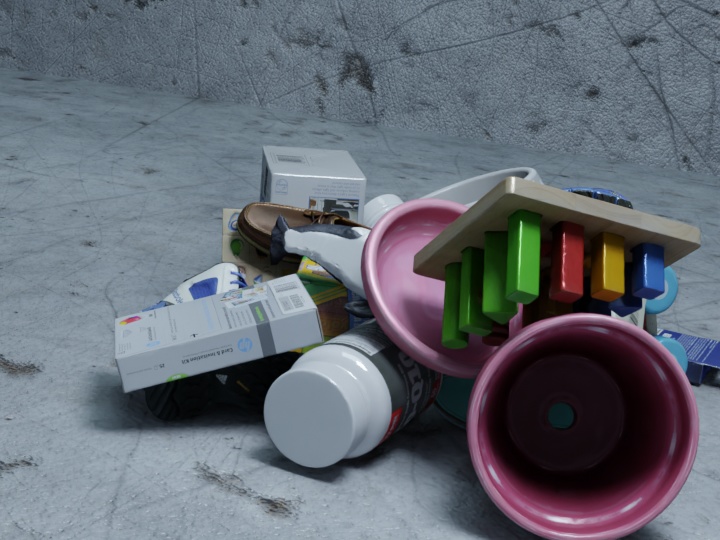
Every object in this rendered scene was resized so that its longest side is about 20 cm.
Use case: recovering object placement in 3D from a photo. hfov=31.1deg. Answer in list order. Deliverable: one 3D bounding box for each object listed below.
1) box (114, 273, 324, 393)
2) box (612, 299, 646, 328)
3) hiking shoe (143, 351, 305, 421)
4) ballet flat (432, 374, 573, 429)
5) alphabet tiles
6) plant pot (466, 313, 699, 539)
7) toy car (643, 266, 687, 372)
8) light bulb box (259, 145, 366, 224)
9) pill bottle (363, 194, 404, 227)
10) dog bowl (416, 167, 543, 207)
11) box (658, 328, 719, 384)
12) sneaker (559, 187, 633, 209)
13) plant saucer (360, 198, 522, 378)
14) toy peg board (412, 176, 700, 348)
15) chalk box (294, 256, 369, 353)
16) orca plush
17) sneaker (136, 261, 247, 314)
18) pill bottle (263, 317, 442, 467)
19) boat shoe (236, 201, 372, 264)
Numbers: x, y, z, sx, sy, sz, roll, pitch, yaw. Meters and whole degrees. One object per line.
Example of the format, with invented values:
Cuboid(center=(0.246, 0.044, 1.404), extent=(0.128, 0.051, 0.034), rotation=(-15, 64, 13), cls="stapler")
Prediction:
Cuboid(center=(-0.147, 0.060, 1.311), extent=(0.200, 0.041, 0.156), rotation=(-13, 14, -8), cls="box")
Cuboid(center=(0.197, 0.058, 1.406), extent=(0.200, 0.128, 0.109), rotation=(-2, -25, 27), cls="box")
Cuboid(center=(-0.131, 0.106, 1.347), extent=(0.200, 0.074, 0.087), rotation=(1, 17, -22), cls="hiking shoe")
Cuboid(center=(0.173, 0.148, 1.380), extent=(0.200, 0.074, 0.074), rotation=(10, 15, 5), cls="ballet flat")
Cuboid(center=(-0.070, 0.010, 1.580), extent=(0.200, 0.167, 0.008), rotation=(2, -12, -13), cls="alphabet tiles")
Cuboid(center=(0.196, 0.137, 1.193), extent=(0.200, 0.200, 0.179), rotation=(8, 0, 4), cls="plant pot")
Cuboid(center=(0.243, 0.069, 1.514), extent=(0.200, 0.177, 0.184), rotation=(-13, 11, -22), cls="toy car")
Cuboid(center=(-0.070, -0.048, 1.711), extent=(0.125, 0.200, 0.198), rotation=(3, 15, -8), cls="light bulb box")
Cuboid(center=(0.073, -0.009, 1.686), extent=(0.109, 0.109, 0.200), rotation=(-5, 43, -38), cls="pill bottle")
Cuboid(center=(0.135, -0.068, 1.553), extent=(0.200, 0.059, 0.200), rotation=(-19, 12, 4), cls="dog bowl")
Cuboid(center=(0.388, 0.104, 1.677), extent=(0.200, 0.032, 0.121), rotation=(12, 16, 23), cls="box")
Cuboid(center=(0.192, -0.059, 1.383), extent=(0.200, 0.075, 0.078), rotation=(-4, 23, 20), cls="sneaker")
Cuboid(center=(0.087, 0.023, 1.307), extent=(0.200, 0.051, 0.201), rotation=(14, 55, -21), cls="plant saucer")
Cuboid(center=(0.176, 0.018, 1.200), extent=(0.199, 0.098, 0.200), rotation=(14, -25, -19), cls="toy peg board")
Cuboid(center=(0.021, 0.065, 1.480), extent=(0.200, 0.124, 0.124), rotation=(6, 14, 3), cls="chalk box")
Cuboid(center=(0.000, 0.000, 1.405), extent=(0.200, 0.105, 0.071), rotation=(6, -5, 15), cls="orca plush")
Cuboid(center=(-0.150, 0.047, 1.459), extent=(0.199, 0.081, 0.115), rotation=(17, 56, 35), cls="sneaker")
Cuboid(center=(-0.005, 0.120, 1.281), extent=(0.114, 0.114, 0.200), rotation=(13, 17, 23), cls="pill bottle")
Cuboid(center=(-0.047, -0.045, 1.548), extent=(0.200, 0.068, 0.072), rotation=(18, 55, -6), cls="boat shoe")
